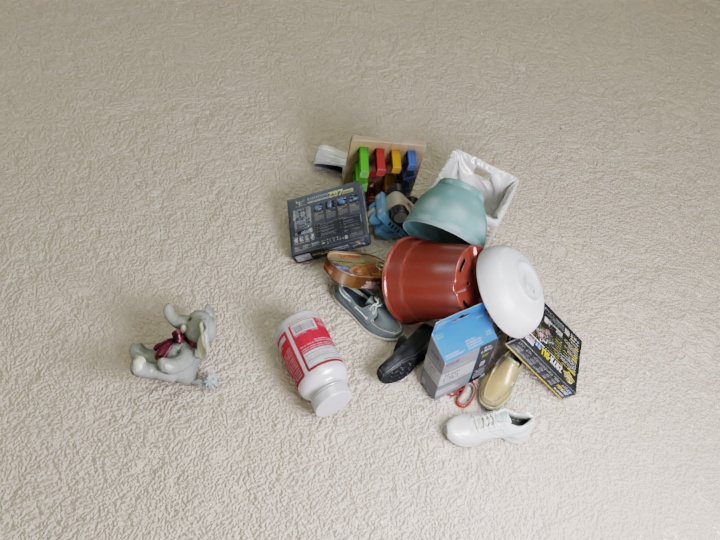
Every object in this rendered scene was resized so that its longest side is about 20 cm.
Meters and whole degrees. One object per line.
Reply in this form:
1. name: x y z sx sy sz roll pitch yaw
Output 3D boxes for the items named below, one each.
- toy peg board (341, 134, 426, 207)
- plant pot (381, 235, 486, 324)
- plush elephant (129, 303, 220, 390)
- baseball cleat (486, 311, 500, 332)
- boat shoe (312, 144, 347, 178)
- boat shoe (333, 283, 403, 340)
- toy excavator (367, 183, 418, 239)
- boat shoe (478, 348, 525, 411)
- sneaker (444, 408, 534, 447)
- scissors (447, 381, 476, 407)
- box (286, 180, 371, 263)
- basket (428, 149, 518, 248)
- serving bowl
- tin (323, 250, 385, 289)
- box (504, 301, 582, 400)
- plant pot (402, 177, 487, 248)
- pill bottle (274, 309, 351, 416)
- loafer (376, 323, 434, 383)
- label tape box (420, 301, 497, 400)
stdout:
1. toy peg board: 0.059 -0.236 1.663 0.192 0.202 0.100 3 58 -9
2. plant pot: 0.181 0.023 1.424 0.192 0.205 0.200 0 33 48
3. plush elephant: -0.357 0.141 1.296 0.195 0.164 0.159 19 89 -15
4. baseball cleat: 0.331 0.113 1.519 0.103 0.071 0.203 17 50 3
5. boat shoe: -0.037 -0.282 1.765 0.195 0.072 0.070 21 71 -3
6. boat shoe: 0.018 0.087 1.483 0.198 0.063 0.073 36 54 17
7. toy excavator: 0.038 -0.133 1.646 0.193 0.198 0.102 34 35 -39
8. boat shoe: 0.324 0.220 1.429 0.071 0.077 0.201 30 52 14
9. sneaker: 0.271 0.318 1.341 0.194 0.081 0.072 -2 53 -11
10. scissors: 0.251 0.224 1.455 0.072 0.014 0.201 28 51 15
11. box: -0.079 -0.119 1.571 0.194 0.051 0.162 -14 63 9
12. basket: 0.280 -0.170 1.674 0.194 0.163 0.202 26 52 11
13. serving bowl: 0.328 0.035 1.349 0.197 0.065 0.206 25 52 -37
14. tin: 0.000 0.000 1.513 0.196 0.043 0.112 5 34 -40
15. box: 0.417 0.163 1.448 0.199 0.049 0.162 42 47 -16
16. plant pot: 0.211 -0.127 1.486 0.196 0.201 0.137 23 80 8
17. pill bottle: -0.096 0.194 1.343 0.109 0.114 0.203 -16 57 -22
18. loafer: 0.102 0.182 1.425 0.070 0.069 0.198 37 49 28
19. label tape box: 0.211 0.169 1.352 0.140 0.203 0.067 -20 53 -24
